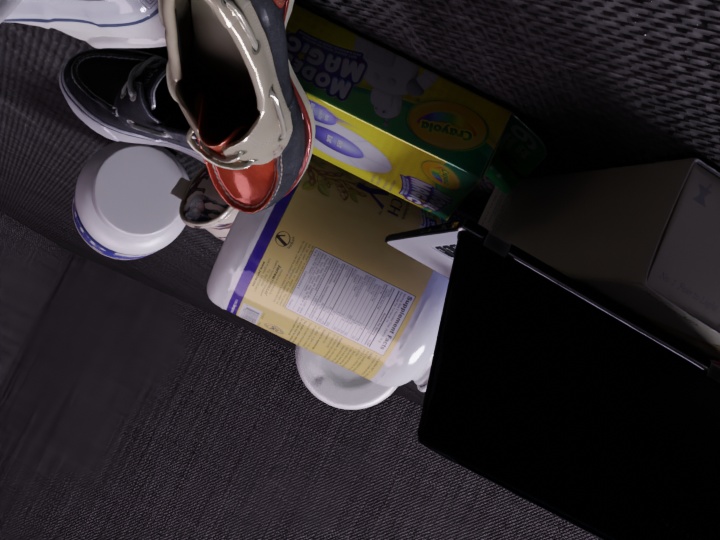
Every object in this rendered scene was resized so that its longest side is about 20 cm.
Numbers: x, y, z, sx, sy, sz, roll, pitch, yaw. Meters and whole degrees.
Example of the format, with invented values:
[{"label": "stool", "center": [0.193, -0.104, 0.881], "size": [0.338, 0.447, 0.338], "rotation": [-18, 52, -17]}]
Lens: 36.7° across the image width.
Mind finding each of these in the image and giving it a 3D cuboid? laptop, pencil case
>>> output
[{"label": "laptop", "center": [0.098, 0.067, 0.578], "size": [0.187, 0.116, 0.200], "rotation": [30, 171, -14]}, {"label": "pencil case", "center": [-0.093, -0.039, 1.076], "size": [0.089, 0.078, 0.200], "rotation": [30, 176, 40]}]

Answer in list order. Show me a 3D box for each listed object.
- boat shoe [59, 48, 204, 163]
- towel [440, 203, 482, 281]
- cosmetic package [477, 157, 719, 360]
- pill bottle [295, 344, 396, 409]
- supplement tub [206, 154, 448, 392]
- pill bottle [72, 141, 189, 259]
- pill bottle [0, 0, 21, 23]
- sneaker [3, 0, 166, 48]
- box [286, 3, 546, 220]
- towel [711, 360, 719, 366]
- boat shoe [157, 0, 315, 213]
[{"label": "boat shoe", "center": [-0.135, -0.119, 0.758], "size": [0.200, 0.072, 0.068], "rotation": [27, 164, 21]}, {"label": "towel", "center": [0.115, 0.039, 0.737], "size": [0.145, 0.024, 0.200], "rotation": [29, -149, -21]}, {"label": "cosmetic package", "center": [0.152, -0.004, 0.628], "size": [0.103, 0.073, 0.200], "rotation": [29, 171, -19]}, {"label": "pill bottle", "center": [-0.008, 0.068, 1.146], "size": [0.113, 0.113, 0.200], "rotation": [26, -171, -3]}, {"label": "supplement tub", "center": [0.000, 0.000, 0.827], "size": [0.200, 0.146, 0.145], "rotation": [26, 171, -4]}, {"label": "pill bottle", "center": [-0.240, -0.074, 1.140], "size": [0.120, 0.120, 0.200], "rotation": [28, 170, -13]}, {"label": "pill bottle", "center": [-0.276, -0.195, 0.580], "size": [0.200, 0.114, 0.114], "rotation": [21, 170, 32]}, {"label": "sneaker", "center": [-0.174, -0.160, 0.626], "size": [0.200, 0.073, 0.071], "rotation": [20, 166, 32]}, {"label": "box", "center": [0.003, -0.089, 0.630], "size": [0.200, 0.048, 0.117], "rotation": [24, 170, 0]}, {"label": "towel", "center": [0.188, 0.088, 0.837], "size": [0.144, 0.023, 0.200], "rotation": [-14, -177, -43]}, {"label": "boat shoe", "center": [-0.064, -0.089, 0.542], "size": [0.071, 0.063, 0.200], "rotation": [18, 147, 8]}]
